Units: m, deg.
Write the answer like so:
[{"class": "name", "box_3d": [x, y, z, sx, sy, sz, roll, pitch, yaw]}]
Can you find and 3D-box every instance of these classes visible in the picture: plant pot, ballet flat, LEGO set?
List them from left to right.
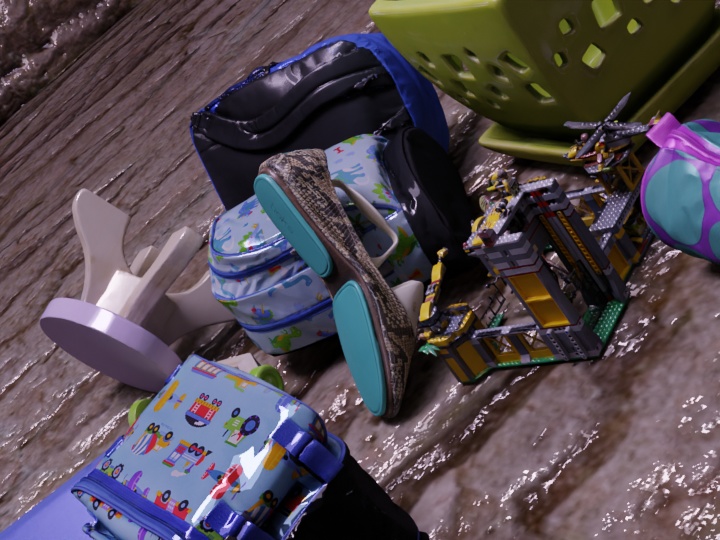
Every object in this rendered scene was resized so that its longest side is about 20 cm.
[{"class": "ballet flat", "box_3d": [0.000, 0.000, 0.886, 0.075, 0.201, 0.068, -24, -11, -26]}, {"class": "LEGO set", "box_3d": [0.107, -0.030, 0.835, 0.153, 0.116, 0.200, -3, 41, 53]}, {"class": "plant pot", "box_3d": [0.159, -0.193, 0.976, 0.200, 0.182, 0.199, -44, 25, -14]}]

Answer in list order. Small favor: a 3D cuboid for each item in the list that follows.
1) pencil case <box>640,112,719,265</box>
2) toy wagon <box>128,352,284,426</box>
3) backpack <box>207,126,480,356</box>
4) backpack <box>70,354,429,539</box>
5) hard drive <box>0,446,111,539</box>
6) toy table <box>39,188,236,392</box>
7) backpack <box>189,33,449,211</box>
[{"class": "pencil case", "box_3d": [0.237, -0.034, 0.690, 0.085, 0.092, 0.200, -46, 23, -7]}, {"class": "toy wagon", "box_3d": [-0.143, 0.146, 0.976, 0.155, 0.040, 0.200, -18, 31, 39]}, {"class": "backpack", "box_3d": [-0.022, -0.020, 1.000, 0.200, 0.154, 0.163, -41, 26, 21]}, {"class": "backpack", "box_3d": [-0.091, 0.170, 0.728, 0.200, 0.135, 0.182, -48, 33, -14]}, {"class": "hard drive", "box_3d": [-0.175, 0.196, 0.873, 0.200, 0.025, 0.132, -38, 54, 1]}, {"class": "toy table", "box_3d": [-0.197, 0.025, 1.119, 0.200, 0.184, 0.117, 0, 57, 57]}, {"class": "backpack", "box_3d": [-0.024, -0.126, 1.142, 0.199, 0.163, 0.168, -27, 5, 29]}]
